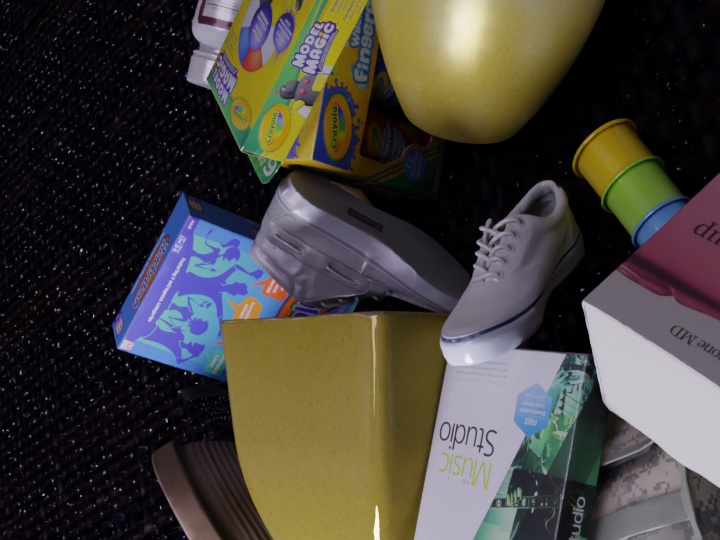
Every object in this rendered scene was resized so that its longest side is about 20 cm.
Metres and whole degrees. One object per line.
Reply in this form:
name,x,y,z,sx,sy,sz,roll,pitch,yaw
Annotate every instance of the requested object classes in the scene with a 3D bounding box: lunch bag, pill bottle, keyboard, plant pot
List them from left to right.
plant pot,-0.106,0.232,1.013,0.092,0.202,0.201,-33,50,-8
pill bottle,-0.115,-0.288,1.151,0.113,0.113,0.204,22,97,45
keyboard,-0.099,0.145,1.033,0.199,0.103,0.040,-15,45,55
plant pot,0.015,0.139,0.881,0.193,0.192,0.205,-6,83,44
plant pot,0.095,-0.191,0.883,0.200,0.197,0.144,42,135,42
lunch bag,0.190,0.166,0.742,0.163,0.116,0.203,-34,51,40

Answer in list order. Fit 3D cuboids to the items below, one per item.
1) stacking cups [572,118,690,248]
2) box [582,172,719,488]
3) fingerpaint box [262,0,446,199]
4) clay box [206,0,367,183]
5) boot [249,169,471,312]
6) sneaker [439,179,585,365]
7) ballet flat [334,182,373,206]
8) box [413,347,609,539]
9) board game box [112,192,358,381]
stacking cups,0.232,-0.024,0.779,0.061,0.060,0.201,-50,52,26
box,0.250,0.019,0.645,0.199,0.110,0.127,-40,45,-16
fingerpaint box,0.009,-0.179,0.962,0.073,0.165,0.204,6,85,46
clay box,-0.067,-0.184,0.881,0.202,0.047,0.116,-58,39,26
boot,0.000,0.000,0.946,0.096,0.198,0.074,-56,4,31
sneaker,0.107,-0.003,0.803,0.072,0.200,0.072,-11,112,35
ballet flat,-0.031,-0.071,1.043,0.201,0.062,0.069,54,150,37
box,0.098,0.155,0.741,0.143,0.036,0.204,-2,75,56
board game box,-0.112,0.032,1.017,0.153,0.197,0.045,-58,32,20
